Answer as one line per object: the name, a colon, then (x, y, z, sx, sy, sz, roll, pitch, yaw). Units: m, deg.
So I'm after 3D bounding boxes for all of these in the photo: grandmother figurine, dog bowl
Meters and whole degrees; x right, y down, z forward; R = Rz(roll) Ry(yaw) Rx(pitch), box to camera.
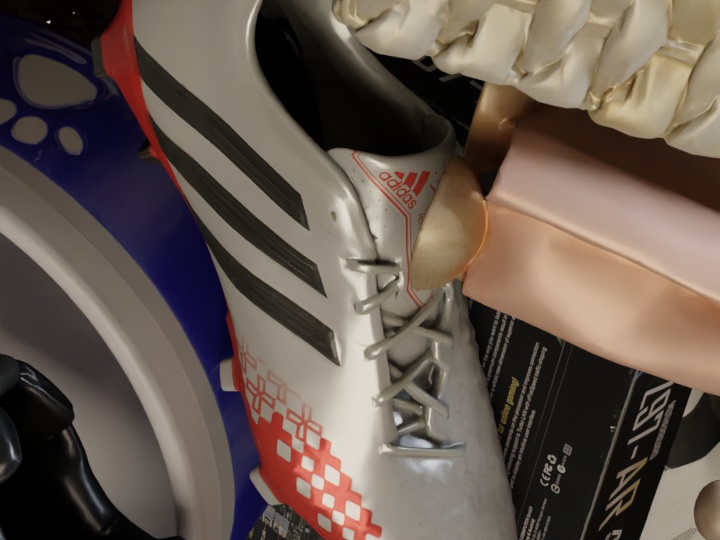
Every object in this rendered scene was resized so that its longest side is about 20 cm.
grandmother figurine: (0.114, 0.014, 0.690, 0.200, 0.121, 0.061, 21, 166, 7)
dog bowl: (-0.117, 0.025, 0.835, 0.200, 0.079, 0.200, 16, 129, 20)

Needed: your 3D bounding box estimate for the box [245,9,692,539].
box: (0.015, 0.023, 0.832, 0.160, 0.044, 0.200, 34, 133, 24)

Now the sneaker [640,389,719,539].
sneaker: (0.090, 0.035, 0.882, 0.088, 0.074, 0.200, 0, 132, -14)

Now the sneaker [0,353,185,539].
sneaker: (-0.126, 0.051, 0.765, 0.200, 0.070, 0.100, 33, 125, 3)

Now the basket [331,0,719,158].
basket: (0.113, -0.141, 0.670, 0.198, 0.161, 0.200, 18, 127, -9)

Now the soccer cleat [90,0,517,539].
soccer cleat: (0.000, 0.000, 0.752, 0.085, 0.069, 0.200, -19, 97, 45)
